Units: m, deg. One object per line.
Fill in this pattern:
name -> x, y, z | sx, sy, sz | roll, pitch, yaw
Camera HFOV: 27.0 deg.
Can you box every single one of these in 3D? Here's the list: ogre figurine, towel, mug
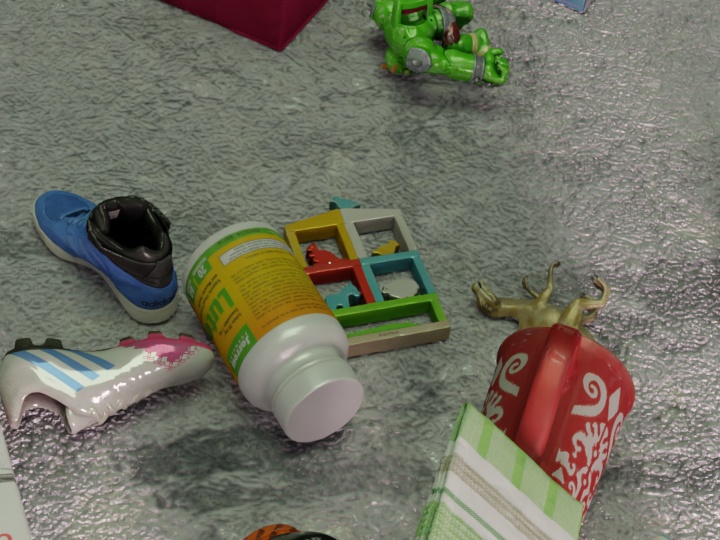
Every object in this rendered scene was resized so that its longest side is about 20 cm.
ogre figurine -> 0.083, -0.277, 1.750 | 0.118, 0.098, 0.202 | -3, 58, -26
towel -> 0.101, 0.217, 1.145 | 0.149, 0.031, 0.201 | 44, 40, -18
mug -> 0.144, 0.153, 1.315 | 0.132, 0.178, 0.201 | -4, 43, 34

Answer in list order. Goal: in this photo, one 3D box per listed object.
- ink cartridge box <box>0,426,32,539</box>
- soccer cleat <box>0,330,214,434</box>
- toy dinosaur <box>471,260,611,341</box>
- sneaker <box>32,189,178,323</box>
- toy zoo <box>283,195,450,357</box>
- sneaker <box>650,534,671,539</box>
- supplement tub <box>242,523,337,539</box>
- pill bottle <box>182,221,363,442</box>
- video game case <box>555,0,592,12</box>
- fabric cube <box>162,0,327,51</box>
ink cartridge box -> -0.358, 0.197, 1.252 | 0.143, 0.084, 0.201 | -13, 50, -19
soccer cleat -> -0.231, 0.108, 1.375 | 0.197, 0.070, 0.087 | -3, 63, -7
toy dinosaur -> 0.207, 0.055, 1.498 | 0.199, 0.059, 0.101 | 29, 65, 29
sneaker -> -0.252, -0.045, 1.474 | 0.076, 0.112, 0.200 | -30, 57, -31
toy zoo -> 0.000, 0.000, 1.530 | 0.129, 0.021, 0.201 | -9, 49, -16
sneaker -> 0.255, 0.317, 1.243 | 0.080, 0.077, 0.201 | -14, 44, -9
supplement tub -> -0.021, 0.283, 1.165 | 0.122, 0.124, 0.199 | -27, 34, -29
pill bottle -> -0.079, 0.059, 1.401 | 0.110, 0.112, 0.201 | -18, 52, -23
video game case -> 0.242, -0.434, 1.952 | 0.198, 0.046, 0.182 | 26, 50, 16
fabric cube -> -0.126, -0.423, 1.784 | 0.198, 0.201, 0.197 | 23, 49, 14
